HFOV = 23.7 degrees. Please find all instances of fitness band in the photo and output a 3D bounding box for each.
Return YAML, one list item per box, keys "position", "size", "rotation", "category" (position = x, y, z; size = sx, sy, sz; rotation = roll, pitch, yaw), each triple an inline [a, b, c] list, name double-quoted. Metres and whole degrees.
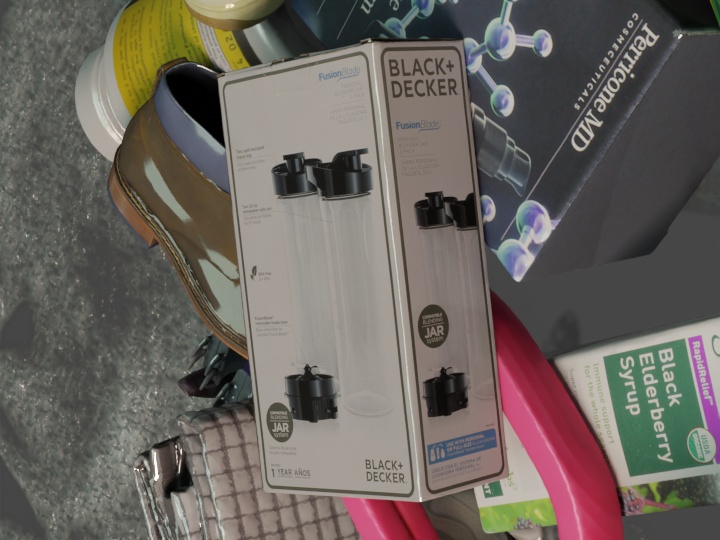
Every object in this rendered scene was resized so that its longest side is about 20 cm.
- position: [0.048, 0.095, 0.823]
  size: [0.201, 0.037, 0.144]
  rotation: [59, 136, 23]
  category: "fitness band"

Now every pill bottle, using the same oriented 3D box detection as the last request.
- position: [-0.078, -0.122, 0.978]
  size: [0.199, 0.111, 0.113]
  rotation: [-20, 83, 47]
  category: "pill bottle"

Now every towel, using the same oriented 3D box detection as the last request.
- position: [-0.030, 0.166, 0.947]
  size: [0.085, 0.164, 0.202]
  rotation: [-20, 83, 53]
  category: "towel"

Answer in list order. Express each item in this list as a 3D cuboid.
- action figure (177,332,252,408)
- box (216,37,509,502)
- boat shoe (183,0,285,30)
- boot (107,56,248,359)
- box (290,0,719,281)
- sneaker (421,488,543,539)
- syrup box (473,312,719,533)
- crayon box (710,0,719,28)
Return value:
- position: [-0.044, 0.012, 1.003]
  size: [0.130, 0.069, 0.201]
  rotation: [50, 128, 35]
  category: "action figure"
- position: [0.000, 0.000, 0.794]
  size: [0.116, 0.060, 0.203]
  rotation: [-6, 92, 48]
  category: "box"
- position: [-0.028, -0.214, 0.862]
  size: [0.073, 0.201, 0.063]
  rotation: [29, 162, 26]
  category: "boat shoe"
- position: [-0.054, -0.021, 0.902]
  size: [0.200, 0.075, 0.097]
  rotation: [41, 141, 13]
  category: "boot"
- position: [0.083, -0.121, 0.807]
  size: [0.201, 0.106, 0.149]
  rotation: [52, 131, 26]
  category: "box"
- position: [0.075, 0.203, 0.903]
  size: [0.075, 0.081, 0.202]
  rotation: [-36, 73, 43]
  category: "sneaker"
- position: [0.141, 0.067, 0.800]
  size: [0.199, 0.081, 0.080]
  rotation: [-17, 85, 49]
  category: "syrup box"
- position: [0.191, -0.151, 0.676]
  size: [0.124, 0.052, 0.202]
  rotation: [-19, 82, 7]
  category: "crayon box"
